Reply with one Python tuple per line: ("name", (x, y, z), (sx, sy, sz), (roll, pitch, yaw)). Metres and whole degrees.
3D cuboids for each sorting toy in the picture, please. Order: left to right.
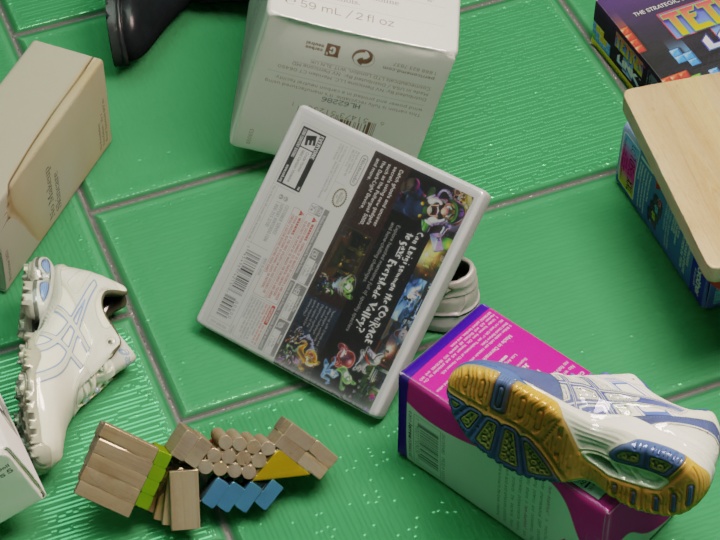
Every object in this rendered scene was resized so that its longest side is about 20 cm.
("sorting toy", (0.334, -0.071, 1.749), (0.199, 0.070, 0.200), (-11, 51, -10))

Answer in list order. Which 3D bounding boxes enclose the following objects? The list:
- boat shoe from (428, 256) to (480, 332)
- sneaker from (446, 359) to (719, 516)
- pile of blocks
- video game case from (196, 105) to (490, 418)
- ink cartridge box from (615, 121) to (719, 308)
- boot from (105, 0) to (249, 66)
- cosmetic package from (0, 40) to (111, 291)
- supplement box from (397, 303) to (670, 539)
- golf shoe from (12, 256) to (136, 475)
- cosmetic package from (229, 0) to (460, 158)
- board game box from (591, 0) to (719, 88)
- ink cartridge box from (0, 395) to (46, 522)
("boat shoe", (0.000, 0.000, 1.789), (0.200, 0.066, 0.072), (14, 49, 13))
("sneaker", (0.161, 0.108, 1.559), (0.200, 0.075, 0.088), (23, 40, 11))
("pile of blocks", (-0.121, 0.153, 1.666), (0.200, 0.082, 0.062), (0, 4, -11))
("video game case", (-0.015, -0.008, 1.749), (0.182, 0.023, 0.200), (27, 92, 23))
("ink cartridge box", (0.322, -0.053, 1.831), (0.136, 0.076, 0.200), (-16, 51, -14))
("boot", (-0.147, -0.268, 2.030), (0.168, 0.076, 0.200), (-1, 41, 5))
("cosmetic package", (-0.291, -0.091, 1.853), (0.073, 0.104, 0.200), (16, 51, 14))
("supplement box", (0.135, 0.132, 1.643), (0.200, 0.101, 0.103), (35, 56, 27))
("golf shoe", (-0.226, 0.074, 1.723), (0.097, 0.078, 0.200), (6, 52, -10))
("cosmetic package", (-0.011, -0.214, 1.899), (0.167, 0.166, 0.200), (11, 47, -8))
("board game box", (0.338, -0.208, 1.984), (0.200, 0.057, 0.165), (-19, 51, -16))
("ink cartridge box", (-0.347, 0.118, 1.651), (0.145, 0.084, 0.200), (-30, 52, -3))
